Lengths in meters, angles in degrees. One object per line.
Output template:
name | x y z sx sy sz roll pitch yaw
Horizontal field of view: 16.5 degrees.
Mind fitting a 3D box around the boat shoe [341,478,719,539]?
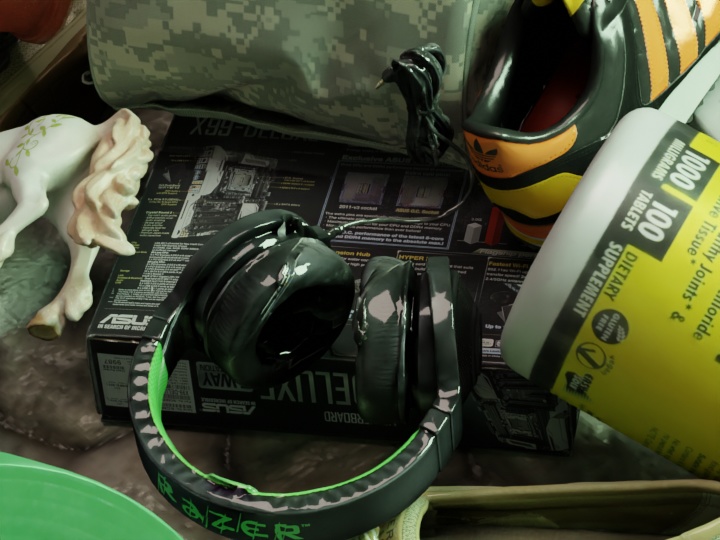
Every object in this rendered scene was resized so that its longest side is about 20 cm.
boat shoe | 0.042 0.104 0.906 0.200 0.063 0.073 2 41 9

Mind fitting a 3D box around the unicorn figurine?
unicorn figurine | -0.174 -0.033 1.063 0.200 0.074 0.138 0 57 15

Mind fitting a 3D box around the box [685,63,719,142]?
box | 0.185 -0.102 1.078 0.124 0.098 0.200 -34 43 2

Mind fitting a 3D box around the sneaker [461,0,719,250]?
sneaker | 0.106 -0.108 0.991 0.070 0.090 0.200 19 73 34

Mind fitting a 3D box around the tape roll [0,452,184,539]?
tape roll | -0.127 0.155 0.763 0.200 0.201 0.048 -30 18 -26

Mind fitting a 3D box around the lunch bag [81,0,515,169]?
lunch bag | -0.018 -0.137 1.048 0.200 0.168 0.139 12 10 17

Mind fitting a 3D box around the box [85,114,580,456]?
box | 0.000 0.000 1.045 0.200 0.050 0.158 3 41 10

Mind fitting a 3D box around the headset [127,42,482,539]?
headset | -0.009 0.009 0.930 0.123 0.094 0.200 17 53 18

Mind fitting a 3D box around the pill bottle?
pill bottle | 0.161 0.033 0.910 0.200 0.113 0.112 29 48 8

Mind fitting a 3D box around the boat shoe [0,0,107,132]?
boat shoe | -0.136 -0.113 1.178 0.065 0.073 0.200 23 48 23

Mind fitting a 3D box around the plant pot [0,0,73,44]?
plant pot | -0.240 -0.186 1.056 0.195 0.201 0.201 -9 39 -22
